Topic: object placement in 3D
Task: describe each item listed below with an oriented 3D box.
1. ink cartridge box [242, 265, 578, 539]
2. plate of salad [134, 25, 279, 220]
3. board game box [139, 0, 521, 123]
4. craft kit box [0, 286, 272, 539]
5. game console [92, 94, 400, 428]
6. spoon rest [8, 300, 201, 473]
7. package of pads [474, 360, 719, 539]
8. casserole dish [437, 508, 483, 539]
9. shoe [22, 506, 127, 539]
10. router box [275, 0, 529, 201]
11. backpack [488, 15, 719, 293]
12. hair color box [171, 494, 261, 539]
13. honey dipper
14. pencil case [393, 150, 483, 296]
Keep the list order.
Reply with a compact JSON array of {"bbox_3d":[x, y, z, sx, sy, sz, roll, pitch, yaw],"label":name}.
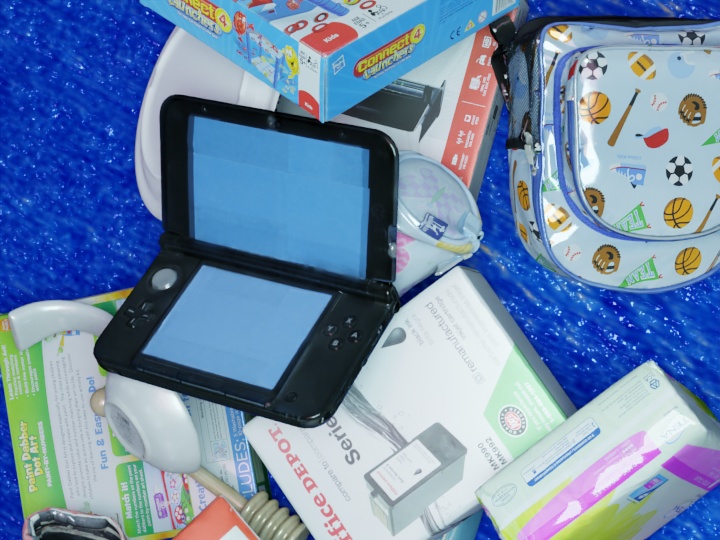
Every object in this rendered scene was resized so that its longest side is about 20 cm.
[{"bbox_3d":[0.039,0.114,1.145,0.200,0.084,0.146,-37,79,10],"label":"ink cartridge box"},{"bbox_3d":[-0.109,-0.129,1.214,0.200,0.048,0.201,-26,56,45],"label":"plate of salad"},{"bbox_3d":[-0.021,-0.211,1.135,0.196,0.056,0.200,35,53,30],"label":"board game box"},{"bbox_3d":[-0.179,0.115,1.260,0.197,0.049,0.201,-10,85,11],"label":"craft kit box"},{"bbox_3d":[-0.083,-0.010,1.087,0.200,0.118,0.171,12,54,30],"label":"game console"},{"bbox_3d":[-0.180,0.078,1.186,0.061,0.100,0.200,-35,52,-29],"label":"spoon rest"},{"bbox_3d":[0.173,0.143,1.089,0.154,0.200,0.068,-40,66,10],"label":"package of pads"},{"bbox_3d":[0.040,0.140,1.207,0.121,0.039,0.201,17,92,15],"label":"casserole dish"},{"bbox_3d":[-0.173,0.250,1.178,0.200,0.071,0.091,25,134,29],"label":"shoe"},{"bbox_3d":[0.016,-0.130,1.219,0.179,0.049,0.201,15,91,14],"label":"router box"},{"bbox_3d":[0.192,-0.079,1.116,0.199,0.154,0.191,0,103,-5],"label":"backpack"},{"bbox_3d":[-0.083,0.237,1.146,0.064,0.200,0.111,-41,78,-16],"label":"hair color box"},{"bbox_3d":[-0.127,0.151,1.209,0.200,0.038,0.038,33,95,17],"label":"honey dipper"},{"bbox_3d":[0.000,0.000,1.163,0.091,0.083,0.200,29,130,-23],"label":"pencil case"}]
